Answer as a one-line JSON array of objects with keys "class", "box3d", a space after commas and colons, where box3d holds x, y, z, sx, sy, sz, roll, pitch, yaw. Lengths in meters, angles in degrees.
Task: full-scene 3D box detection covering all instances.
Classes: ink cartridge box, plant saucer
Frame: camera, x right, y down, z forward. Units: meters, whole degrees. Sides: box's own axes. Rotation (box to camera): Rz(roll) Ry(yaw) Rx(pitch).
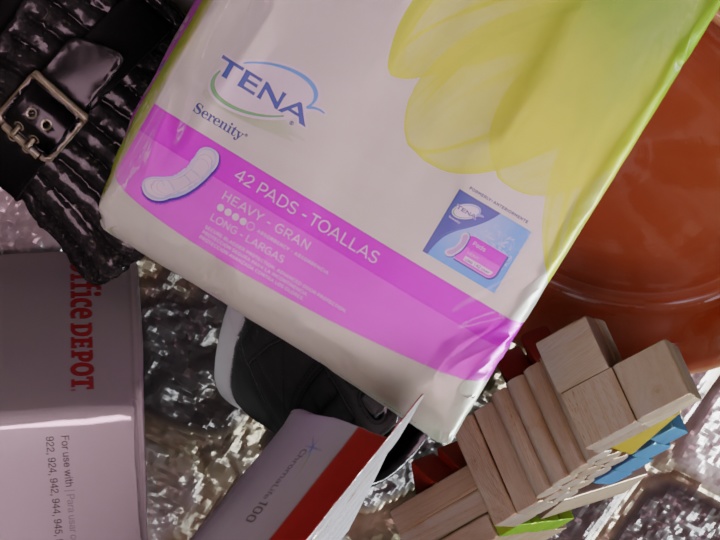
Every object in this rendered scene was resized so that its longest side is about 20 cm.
[{"class": "ink cartridge box", "box3d": [-0.054, 0.114, 0.810, 0.057, 0.200, 0.163, 36, 71, 10]}, {"class": "ink cartridge box", "box3d": [-0.182, 0.060, 0.894, 0.199, 0.146, 0.084, -3, 116, -5]}, {"class": "plant saucer", "box3d": [0.089, -0.045, 0.895, 0.199, 0.032, 0.201, 17, 135, 18]}]

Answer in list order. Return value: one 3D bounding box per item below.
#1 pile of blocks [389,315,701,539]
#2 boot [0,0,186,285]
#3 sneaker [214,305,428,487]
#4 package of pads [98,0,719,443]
[{"class": "pile of blocks", "box3d": [0.078, 0.062, 0.950, 0.082, 0.062, 0.200, -12, 159, -33]}, {"class": "boot", "box3d": [-0.154, -0.048, 0.886, 0.211, 0.080, 0.158, -38, 113, 10]}, {"class": "sneaker", "box3d": [0.000, 0.000, 0.890, 0.071, 0.099, 0.201, -28, 142, -35]}, {"class": "package of pads", "box3d": [0.017, -0.066, 0.795, 0.154, 0.068, 0.201, 32, 100, 0]}]
